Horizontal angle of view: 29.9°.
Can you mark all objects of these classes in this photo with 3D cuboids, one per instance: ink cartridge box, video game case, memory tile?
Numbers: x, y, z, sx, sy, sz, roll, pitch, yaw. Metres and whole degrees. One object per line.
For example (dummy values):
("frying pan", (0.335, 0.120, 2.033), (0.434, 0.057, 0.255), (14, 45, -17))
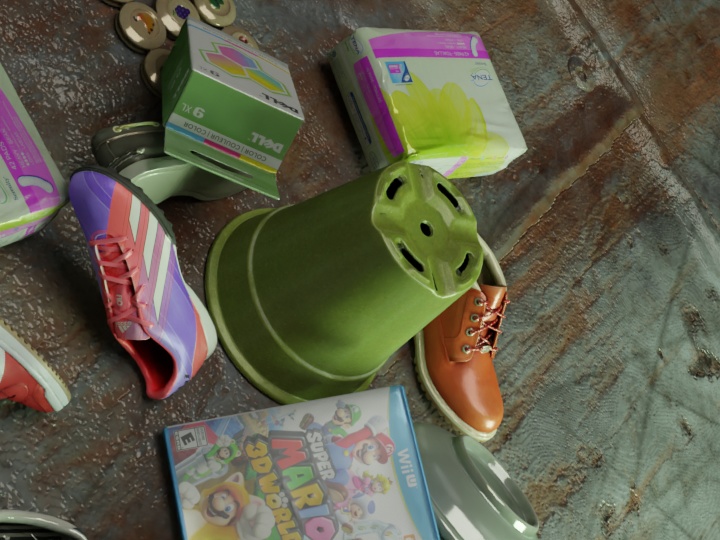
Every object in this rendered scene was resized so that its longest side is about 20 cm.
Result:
("ink cartridge box", (-0.110, -0.141, 1.139), (0.104, 0.059, 0.200), (23, 21, -19))
("video game case", (-0.047, 0.177, 1.075), (0.200, 0.018, 0.143), (-9, 70, -12))
("memory tile", (-0.160, -0.219, 1.271), (0.153, 0.017, 0.200), (-29, 89, -47))

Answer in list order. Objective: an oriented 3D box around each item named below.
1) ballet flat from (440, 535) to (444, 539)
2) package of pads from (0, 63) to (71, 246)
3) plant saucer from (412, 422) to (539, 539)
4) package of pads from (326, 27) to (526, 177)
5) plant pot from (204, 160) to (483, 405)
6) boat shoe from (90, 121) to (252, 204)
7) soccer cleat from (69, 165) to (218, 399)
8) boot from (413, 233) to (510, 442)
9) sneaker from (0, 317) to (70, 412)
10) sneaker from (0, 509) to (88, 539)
("ballet flat", (0.083, 0.299, 1.168), (0.072, 0.072, 0.200), (-12, 74, -46))
("package of pads", (-0.328, -0.075, 0.994), (0.200, 0.068, 0.155), (-24, 83, -47))
("plant saucer", (0.105, 0.200, 1.183), (0.200, 0.050, 0.200), (47, 11, -12))
("package of pads", (0.075, -0.172, 1.414), (0.200, 0.068, 0.155), (-9, 73, -45))
("plant pot", (0.000, 0.000, 1.168), (0.200, 0.190, 0.200), (21, 55, -34))
("boat shoe", (-0.148, -0.100, 1.172), (0.202, 0.072, 0.060), (-11, 62, -54))
("soccer cleat", (-0.176, 0.010, 1.049), (0.073, 0.068, 0.200), (-58, 137, -42))
("boot", (0.105, 0.062, 1.294), (0.075, 0.107, 0.200), (-7, 74, -47))
("sneaker", (-0.295, 0.071, 0.941), (0.113, 0.071, 0.200), (-53, 136, -14))
("sneaker", (-0.275, 0.185, 0.892), (0.200, 0.071, 0.073), (2, 66, -43))
